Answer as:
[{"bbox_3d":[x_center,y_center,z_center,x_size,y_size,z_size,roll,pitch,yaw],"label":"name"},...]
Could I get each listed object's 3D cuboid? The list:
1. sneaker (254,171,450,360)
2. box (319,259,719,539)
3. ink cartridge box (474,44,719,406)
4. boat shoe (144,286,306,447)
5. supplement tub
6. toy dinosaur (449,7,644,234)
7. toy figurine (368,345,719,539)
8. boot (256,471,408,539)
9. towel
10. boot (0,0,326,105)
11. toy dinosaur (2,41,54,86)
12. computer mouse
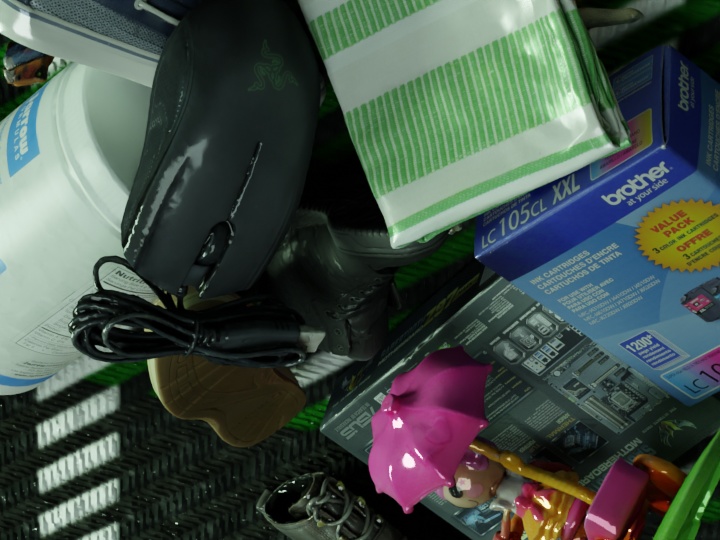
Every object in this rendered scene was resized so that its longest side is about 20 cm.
[{"bbox_3d":[-0.002,0.002,1.481,0.199,0.060,0.105,9,129,54],"label":"sneaker"},{"bbox_3d":[0.097,0.072,1.555,0.157,0.051,0.200,36,131,-14],"label":"box"},{"bbox_3d":[0.153,-0.028,1.407,0.200,0.077,0.136,35,133,-28],"label":"ink cartridge box"},{"bbox_3d":[-0.087,0.043,1.526,0.071,0.065,0.200,-33,158,-2],"label":"boat shoe"},{"bbox_3d":[-0.161,-0.028,1.499,0.132,0.132,0.200,40,130,-18],"label":"supplement tub"},{"bbox_3d":[0.057,-0.091,1.430,0.088,0.048,0.200,21,135,-20],"label":"toy dinosaur"},{"bbox_3d":[0.093,0.117,1.497,0.183,0.151,0.200,27,165,12],"label":"toy figurine"},{"bbox_3d":[0.031,0.184,1.630,0.174,0.069,0.200,41,158,-19],"label":"boot"},{"bbox_3d":[0.038,-0.127,1.345,0.152,0.023,0.201,-25,84,34],"label":"towel"},{"bbox_3d":[-0.090,-0.142,1.399,0.199,0.073,0.091,14,113,-33],"label":"boot"},{"bbox_3d":[-0.172,-0.177,1.406,0.199,0.105,0.182,-18,142,18],"label":"toy dinosaur"},{"bbox_3d":[-0.064,-0.042,1.383,0.138,0.053,0.201,5,103,-29],"label":"computer mouse"}]
